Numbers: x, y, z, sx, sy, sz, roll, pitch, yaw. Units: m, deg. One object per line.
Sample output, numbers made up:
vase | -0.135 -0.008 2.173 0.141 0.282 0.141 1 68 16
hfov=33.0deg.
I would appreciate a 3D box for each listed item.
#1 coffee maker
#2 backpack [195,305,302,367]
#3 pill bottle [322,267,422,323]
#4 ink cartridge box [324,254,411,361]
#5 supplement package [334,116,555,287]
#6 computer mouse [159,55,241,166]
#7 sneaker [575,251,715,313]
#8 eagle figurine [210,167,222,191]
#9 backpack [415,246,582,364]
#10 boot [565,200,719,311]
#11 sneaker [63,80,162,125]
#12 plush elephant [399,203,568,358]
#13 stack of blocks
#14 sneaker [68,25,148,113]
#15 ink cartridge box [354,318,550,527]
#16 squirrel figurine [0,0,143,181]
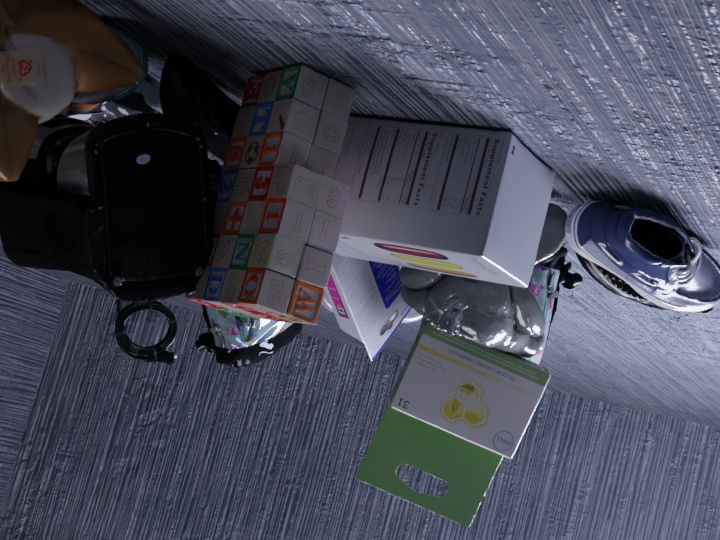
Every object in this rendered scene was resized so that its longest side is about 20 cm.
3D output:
coffee maker | -0.224 -0.037 1.024 0.134 0.193 0.200 21 172 -35
backpack | -0.150 0.016 1.698 0.126 0.201 0.167 6 -153 30
pill bottle | 0.018 0.012 1.644 0.114 0.114 0.200 19 172 -24
ink cartridge box | 0.000 0.000 1.354 0.037 0.095 0.200 14 141 36
supplement package | 0.054 -0.063 1.083 0.199 0.110 0.114 10 171 32
computer mouse | -0.119 -0.098 1.081 0.046 0.141 0.200 -26 156 17
sneaker | 0.276 0.002 1.248 0.200 0.070 0.090 18 168 -33
eagle figurine | -0.152 -0.067 1.224 0.199 0.152 0.151 -21 171 -29
backpack | 0.144 0.056 1.398 0.126 0.201 0.167 21 171 -37
boot | 0.292 -0.007 1.145 0.199 0.073 0.090 20 176 -27
sneaker | -0.274 -0.137 1.173 0.199 0.114 0.075 12 172 20
plush elephant | 0.126 -0.010 1.226 0.164 0.155 0.200 24 -177 13
stack of blocks | -0.066 -0.062 0.994 0.058 0.201 0.115 21 169 -35
sneaker | -0.240 -0.175 1.060 0.199 0.072 0.080 5 -178 41
ink cartridge box | 0.096 0.168 1.305 0.145 0.201 0.048 24 -174 -2
squirrel figurine | -0.304 -0.186 0.945 0.186 0.142 0.200 28 162 50
